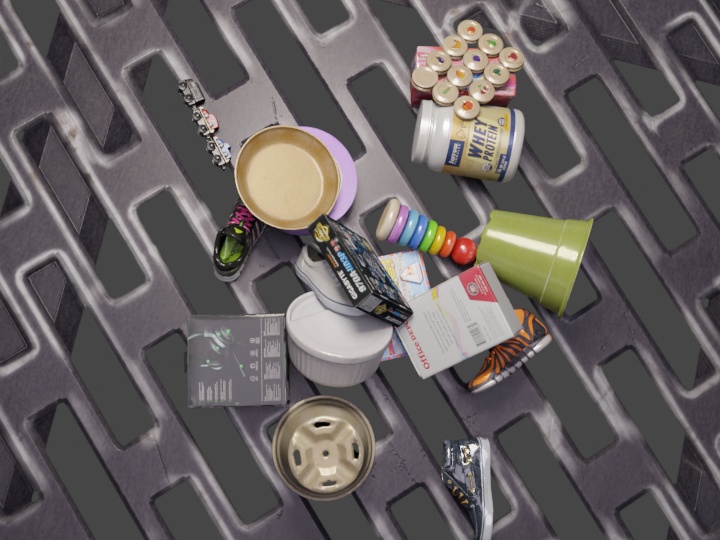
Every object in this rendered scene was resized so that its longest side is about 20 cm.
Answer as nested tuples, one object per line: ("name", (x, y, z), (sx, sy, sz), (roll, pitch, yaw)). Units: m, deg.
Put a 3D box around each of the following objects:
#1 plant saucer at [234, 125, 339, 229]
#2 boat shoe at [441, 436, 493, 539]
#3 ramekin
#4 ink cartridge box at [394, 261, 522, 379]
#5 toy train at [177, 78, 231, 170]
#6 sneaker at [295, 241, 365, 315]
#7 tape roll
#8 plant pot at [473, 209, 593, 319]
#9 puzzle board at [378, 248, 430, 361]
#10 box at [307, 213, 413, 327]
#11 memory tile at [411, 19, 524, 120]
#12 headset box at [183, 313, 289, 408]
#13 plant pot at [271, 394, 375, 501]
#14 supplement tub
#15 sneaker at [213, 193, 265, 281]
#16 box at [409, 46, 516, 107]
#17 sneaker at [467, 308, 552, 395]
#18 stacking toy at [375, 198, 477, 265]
("plant saucer", (-0.138, -0.168, 1.654), (0.199, 0.035, 0.201), (4, 76, -18))
("boat shoe", (0.200, 0.418, 1.690), (0.090, 0.071, 0.201), (0, 76, -2))
("ramekin", (-0.044, 0.129, 1.653), (0.201, 0.203, 0.095), (9, 124, -2))
("ink cartridge box", (0.177, 0.093, 1.664), (0.199, 0.083, 0.146), (-28, 86, 23))
("toy train", (-0.304, -0.290, 1.764), (0.046, 0.034, 0.201), (-24, 84, -19))
("sneaker", (-0.056, 0.014, 1.670), (0.073, 0.071, 0.200), (-20, 42, -38))
("tape roll", (-0.109, -0.172, 1.719), (0.199, 0.066, 0.201), (5, 75, -18))
("plant pot", (0.323, -0.031, 1.708), (0.189, 0.200, 0.201), (18, 82, 12))
("puzzle board", (0.069, 0.068, 1.749), (0.150, 0.017, 0.201), (-13, 84, -5))
("box", (0.000, 0.000, 1.632), (0.046, 0.159, 0.200), (-41, 58, 14))
("memory tile", (0.206, -0.386, 1.701), (0.153, 0.017, 0.200), (38, 69, 12))
("headset box", (-0.234, 0.171, 1.677), (0.199, 0.093, 0.175), (-2, 83, -2))
("plant pot", (-0.065, 0.329, 1.624), (0.199, 0.184, 0.202), (0, 83, -3))
("supplement tub", (0.207, -0.255, 1.734), (0.199, 0.144, 0.145), (9, 82, -2))
("sneaker", (-0.230, -0.077, 1.712), (0.073, 0.087, 0.201), (22, 82, 0))
("box", (0.202, -0.380, 1.772), (0.199, 0.100, 0.096), (2, 82, -4))
("sneaker", (0.266, 0.149, 1.729), (0.200, 0.078, 0.112), (-35, 82, -18))
("stacking toy", (0.135, -0.064, 1.746), (0.199, 0.085, 0.086), (23, 82, -8))
